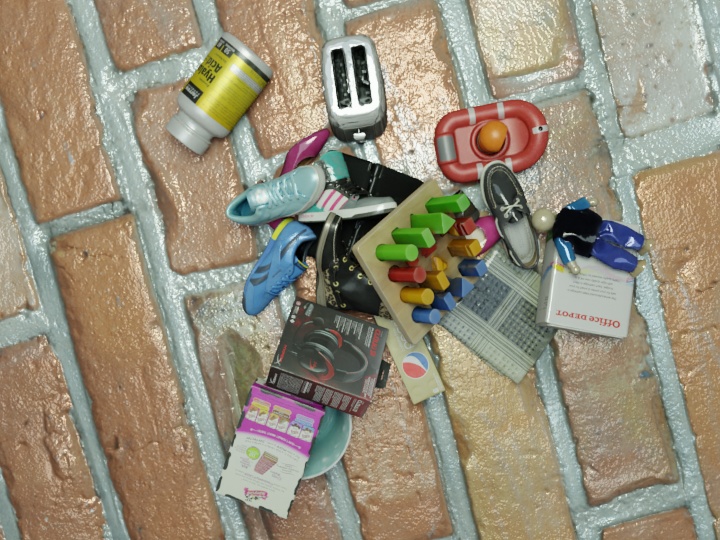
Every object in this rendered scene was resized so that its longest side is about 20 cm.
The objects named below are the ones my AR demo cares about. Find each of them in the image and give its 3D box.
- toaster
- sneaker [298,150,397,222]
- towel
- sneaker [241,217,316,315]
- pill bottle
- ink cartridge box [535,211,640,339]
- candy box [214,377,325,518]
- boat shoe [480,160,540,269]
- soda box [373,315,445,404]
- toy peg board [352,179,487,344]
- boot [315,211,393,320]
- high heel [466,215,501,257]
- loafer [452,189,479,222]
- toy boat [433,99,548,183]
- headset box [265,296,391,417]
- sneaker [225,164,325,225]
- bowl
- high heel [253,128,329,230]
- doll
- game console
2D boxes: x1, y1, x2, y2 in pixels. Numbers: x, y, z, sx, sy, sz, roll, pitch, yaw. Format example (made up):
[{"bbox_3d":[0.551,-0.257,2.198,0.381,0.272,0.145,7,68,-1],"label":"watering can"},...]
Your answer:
[{"bbox_3d":[-0.012,-0.327,1.137,0.112,0.129,0.203,-6,94,2],"label":"toaster"},{"bbox_3d":[-0.027,-0.147,1.125,0.198,0.083,0.122,-1,94,32],"label":"sneaker"},{"bbox_3d":[0.273,0.082,1.212,0.199,0.035,0.193,37,92,1],"label":"towel"},{"bbox_3d":[-0.148,0.005,1.188,0.078,0.066,0.201,33,98,24],"label":"sneaker"},{"bbox_3d":[-0.256,-0.310,1.157,0.111,0.111,0.201,38,95,-1],"label":"pill bottle"},{"bbox_3d":[0.401,0.011,1.152,0.143,0.084,0.202,10,83,1],"label":"ink cartridge box"},{"bbox_3d":[-0.153,0.306,1.123,0.135,0.061,0.202,20,95,0],"label":"candy box"},{"bbox_3d":[0.264,-0.093,1.130,0.073,0.060,0.202,-20,112,1],"label":"boat shoe"},{"bbox_3d":[0.086,0.138,1.203,0.067,0.064,0.202,-24,94,4],"label":"soda box"},{"bbox_3d":[0.124,-0.014,1.058,0.200,0.097,0.200,-42,112,-25],"label":"toy peg board"},{"bbox_3d":[0.000,0.000,1.106,0.149,0.073,0.202,12,126,9],"label":"boot"},{"bbox_3d":[0.180,-0.044,1.168,0.198,0.096,0.068,-22,93,4],"label":"high heel"},{"bbox_3d":[0.117,-0.084,1.169,0.199,0.073,0.072,-29,104,-14],"label":"loafer"},{"bbox_3d":[0.231,-0.230,1.134,0.198,0.131,0.132,-11,94,3],"label":"toy boat"},{"bbox_3d":[-0.046,0.152,1.123,0.198,0.075,0.150,20,53,-3],"label":"headset box"},{"bbox_3d":[-0.150,-0.122,1.114,0.199,0.082,0.075,-26,83,31],"label":"sneaker"},{"bbox_3d":[-0.111,0.270,1.201,0.198,0.105,0.203,0,95,3],"label":"bowl"},{"bbox_3d":[-0.111,-0.165,1.184,0.200,0.067,0.096,-41,82,20],"label":"high heel"},{"bbox_3d":[0.384,-0.054,1.094,0.198,0.048,0.138,23,81,3],"label":"doll"},{"bbox_3d":[0.001,-0.100,1.211,0.174,0.116,0.202,16,97,-29],"label":"game console"}]
